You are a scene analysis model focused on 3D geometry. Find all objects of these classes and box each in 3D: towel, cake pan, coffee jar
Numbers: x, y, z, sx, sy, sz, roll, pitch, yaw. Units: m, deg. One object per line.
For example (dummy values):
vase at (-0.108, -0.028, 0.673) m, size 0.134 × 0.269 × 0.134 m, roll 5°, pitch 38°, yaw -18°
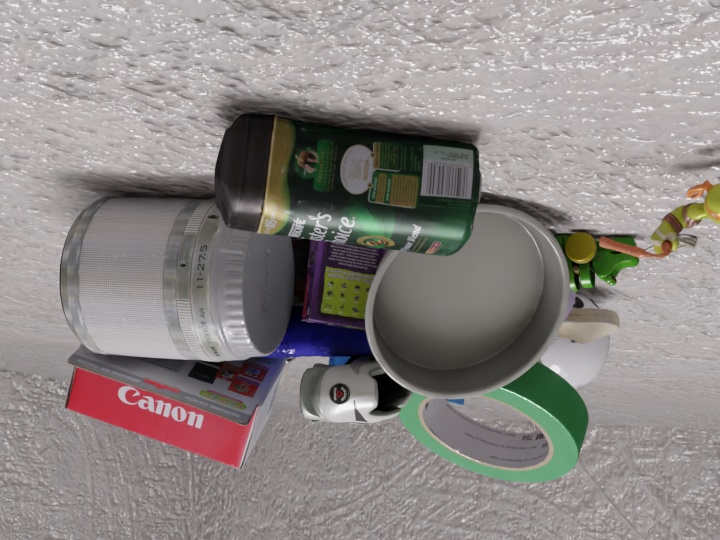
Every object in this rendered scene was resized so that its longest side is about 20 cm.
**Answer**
towel at (-0.037, 0.062, 1.273) m, size 0.200 × 0.050 × 0.148 m, roll -3°, pitch 180°, yaw 31°
cake pan at (0.097, 0.026, 1.131) m, size 0.200 × 0.200 × 0.037 m, roll 10°, pitch -159°, yaw -20°
coffee jar at (-0.013, -0.065, 0.938) m, size 0.200 × 0.085 × 0.104 m, roll 7°, pitch 169°, yaw -6°

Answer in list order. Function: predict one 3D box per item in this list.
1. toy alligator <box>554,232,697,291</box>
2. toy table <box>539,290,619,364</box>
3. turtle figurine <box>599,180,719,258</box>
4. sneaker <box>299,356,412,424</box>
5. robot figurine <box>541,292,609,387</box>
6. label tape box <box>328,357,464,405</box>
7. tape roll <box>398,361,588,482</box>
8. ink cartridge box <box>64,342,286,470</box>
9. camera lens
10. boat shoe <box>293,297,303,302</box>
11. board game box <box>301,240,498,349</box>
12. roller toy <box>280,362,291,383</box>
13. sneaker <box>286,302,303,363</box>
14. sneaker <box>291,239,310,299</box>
toy alligator at (0.230, -0.006, 1.195) m, size 0.200 × 0.054 × 0.059 m, roll 1°, pitch 168°, yaw 23°
toy table at (0.172, 0.066, 1.326) m, size 0.200 × 0.184 × 0.117 m, roll -14°, pitch 145°, yaw 42°
turtle figurine at (0.299, -0.046, 0.936) m, size 0.200 × 0.064 × 0.161 m, roll -16°, pitch 165°, yaw 41°
sneaker at (0.017, 0.121, 1.206) m, size 0.088 × 0.074 × 0.200 m, roll -1°, pitch -178°, yaw 20°
robot figurine at (0.210, 0.084, 1.497) m, size 0.200 × 0.150 × 0.125 m, roll -4°, pitch 132°, yaw 45°
label tape box at (0.053, 0.089, 1.530) m, size 0.066 × 0.143 × 0.200 m, roll -5°, pitch 164°, yaw 42°
tape roll at (0.138, 0.152, 1.280) m, size 0.200 × 0.048 × 0.200 m, roll 17°, pitch 148°, yaw 11°
ink cartridge box at (-0.200, 0.127, 1.283) m, size 0.200 × 0.084 × 0.176 m, roll 19°, pitch -160°, yaw 3°
camera lens at (-0.182, 0.008, 1.196) m, size 0.200 × 0.160 × 0.160 m, roll 2°, pitch 168°, yaw 16°
boat shoe at (-0.116, 0.000, 1.408) m, size 0.073 × 0.063 × 0.201 m, roll -31°, pitch -159°, yaw -38°
board game box at (0.046, 0.005, 1.176) m, size 0.200 × 0.120 × 0.032 m, roll 10°, pitch 173°, yaw -20°
roller toy at (-0.185, 0.107, 1.624) m, size 0.182 × 0.200 × 0.140 m, roll 1°, pitch 170°, yaw -9°
sneaker at (-0.073, 0.053, 1.425) m, size 0.200 × 0.075 × 0.087 m, roll -19°, pitch -158°, yaw -6°
sneaker at (0.000, 0.000, 1.298) m, size 0.200 × 0.071 × 0.098 m, roll 8°, pitch 169°, yaw -24°
